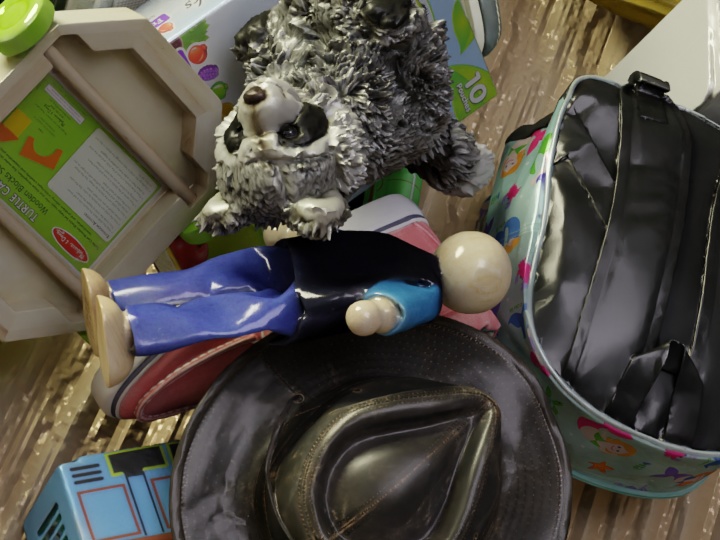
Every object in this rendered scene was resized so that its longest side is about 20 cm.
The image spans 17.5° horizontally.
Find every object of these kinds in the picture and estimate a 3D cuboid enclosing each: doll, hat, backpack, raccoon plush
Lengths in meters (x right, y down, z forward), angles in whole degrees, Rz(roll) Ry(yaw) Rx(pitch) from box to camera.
[{"bbox_3d":[-0.026,0.008,1.088,0.200,0.136,0.048,-8,111,-13],"label":"doll"},{"bbox_3d":[0.016,0.093,1.073,0.201,0.081,0.201,5,69,-14],"label":"hat"},{"bbox_3d":[0.142,0.019,1.246,0.177,0.151,0.200,21,55,-17],"label":"backpack"},{"bbox_3d":[0.006,-0.046,1.118,0.200,0.097,0.134,33,58,-37],"label":"raccoon plush"}]

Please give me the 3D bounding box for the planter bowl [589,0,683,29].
[{"bbox_3d":[0.185,-0.185,1.377,0.200,0.200,0.083,19,92,-16],"label":"planter bowl"}]

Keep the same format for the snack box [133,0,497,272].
[{"bbox_3d":[-0.040,-0.096,1.196,0.200,0.053,0.142,-36,127,-16],"label":"snack box"}]

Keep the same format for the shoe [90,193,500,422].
[{"bbox_3d":[-0.028,0.041,1.158,0.200,0.071,0.091,-28,67,-26],"label":"shoe"}]

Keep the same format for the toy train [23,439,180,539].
[{"bbox_3d":[-0.061,0.137,1.134,0.200,0.087,0.114,-8,65,-28],"label":"toy train"}]

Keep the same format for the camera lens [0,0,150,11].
[{"bbox_3d":[-0.110,-0.209,1.231,0.200,0.160,0.160,-17,75,-31],"label":"camera lens"}]

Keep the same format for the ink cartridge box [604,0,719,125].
[{"bbox_3d":[0.252,-0.084,1.352,0.200,0.145,0.085,11,61,-21],"label":"ink cartridge box"}]

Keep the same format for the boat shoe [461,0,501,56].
[{"bbox_3d":[0.056,-0.211,1.365,0.062,0.073,0.200,-6,64,-24],"label":"boat shoe"}]

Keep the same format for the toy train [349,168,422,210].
[{"bbox_3d":[0.000,0.000,1.247,0.056,0.042,0.200,8,61,5],"label":"toy train"}]

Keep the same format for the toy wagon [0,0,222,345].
[{"bbox_3d":[-0.154,-0.029,1.091,0.200,0.040,0.155,-48,127,-7],"label":"toy wagon"}]
